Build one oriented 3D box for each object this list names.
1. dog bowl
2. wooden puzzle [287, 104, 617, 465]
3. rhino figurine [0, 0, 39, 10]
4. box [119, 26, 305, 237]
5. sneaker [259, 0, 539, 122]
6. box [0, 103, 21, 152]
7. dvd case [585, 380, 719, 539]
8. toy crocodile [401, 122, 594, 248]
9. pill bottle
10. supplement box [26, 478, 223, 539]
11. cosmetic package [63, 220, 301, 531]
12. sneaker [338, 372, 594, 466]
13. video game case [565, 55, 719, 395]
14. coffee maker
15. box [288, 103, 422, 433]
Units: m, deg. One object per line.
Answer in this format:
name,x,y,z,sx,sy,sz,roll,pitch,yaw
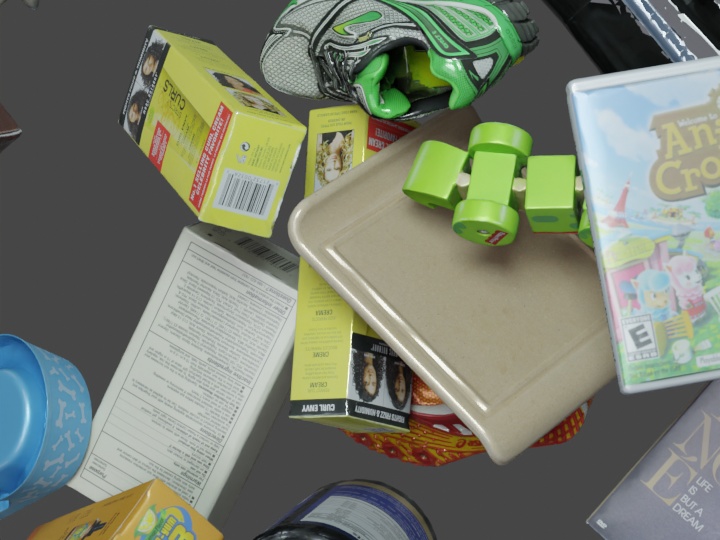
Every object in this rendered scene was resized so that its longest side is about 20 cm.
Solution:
dog bowl,-0.256,0.118,1.633,0.200,0.050,0.112,-30,62,38
wooden puzzle,0.073,0.007,1.488,0.200,0.185,0.037,49,140,9
rhino figurine,-0.275,-0.202,1.566,0.087,0.200,0.060,61,139,27
box,-0.096,-0.090,1.510,0.050,0.200,0.075,13,106,-25
sneaker,0.007,-0.132,1.463,0.200,0.085,0.078,-2,125,45
box,-0.371,-0.107,1.607,0.166,0.164,0.200,-42,85,18
dvd case,0.262,0.138,1.532,0.149,0.016,0.200,41,107,8
toy crocodile,0.120,-0.045,1.427,0.200,0.062,0.068,5,69,16
pill bottle,-0.024,0.207,1.532,0.112,0.200,0.112,3,99,16
supplement box,-0.170,0.195,1.585,0.069,0.067,0.200,42,149,-11
cosmetic package,-0.105,0.075,1.604,0.104,0.073,0.200,30,106,10
sneaker,0.067,0.079,1.563,0.200,0.077,0.073,-5,132,30
video game case,0.230,-0.035,1.370,0.200,0.022,0.182,-10,85,-3
coffee maker,0.164,-0.168,1.470,0.200,0.135,0.192,53,133,4
box,0.000,0.000,1.524,0.050,0.075,0.200,-5,75,36
